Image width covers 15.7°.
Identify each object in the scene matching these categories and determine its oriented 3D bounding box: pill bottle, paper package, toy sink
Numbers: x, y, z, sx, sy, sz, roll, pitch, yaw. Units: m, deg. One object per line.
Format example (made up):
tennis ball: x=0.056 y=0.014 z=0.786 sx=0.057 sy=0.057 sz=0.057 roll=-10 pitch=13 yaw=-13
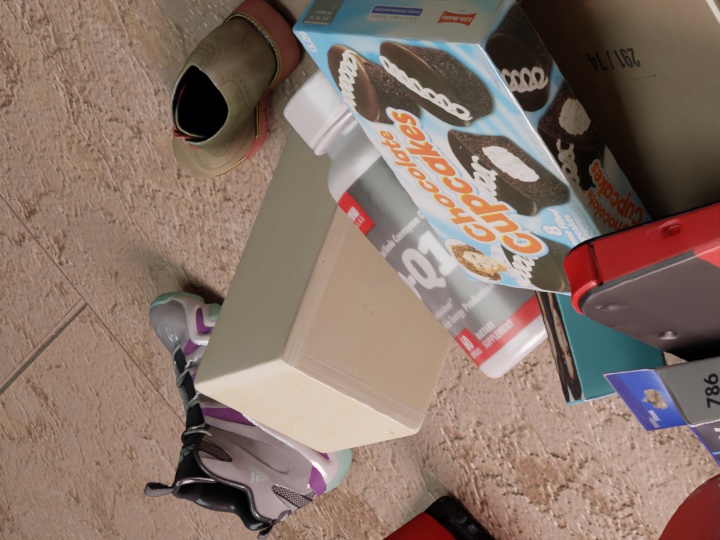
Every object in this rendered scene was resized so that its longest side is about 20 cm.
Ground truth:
pill bottle: x=0.054 y=-0.047 z=1.514 sx=0.200 sy=0.114 sz=0.114 roll=49 pitch=152 yaw=4
paper package: x=0.162 y=-0.115 z=1.283 sx=0.191 sy=0.103 sz=0.200 roll=58 pitch=151 yaw=-13
toy sink: x=0.000 y=0.000 z=1.631 sx=0.112 sy=0.200 sz=0.130 roll=28 pitch=158 yaw=-21

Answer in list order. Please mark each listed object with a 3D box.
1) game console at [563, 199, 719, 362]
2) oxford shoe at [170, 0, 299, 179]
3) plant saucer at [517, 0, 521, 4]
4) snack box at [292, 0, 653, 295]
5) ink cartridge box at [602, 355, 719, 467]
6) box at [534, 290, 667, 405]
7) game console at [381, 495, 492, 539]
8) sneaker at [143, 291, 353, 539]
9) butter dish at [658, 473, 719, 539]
game console: x=0.215 y=0.005 z=1.255 sx=0.177 sy=0.031 sz=0.200 roll=-22 pitch=150 yaw=37
oxford shoe: x=-0.103 y=-0.108 z=1.717 sx=0.070 sy=0.075 sz=0.200 roll=45 pitch=152 yaw=9
plant saucer: x=0.040 y=-0.197 z=1.302 sx=0.200 sy=0.032 sz=0.200 roll=-34 pitch=50 yaw=52
snack box: x=0.063 y=-0.061 z=1.285 sx=0.116 sy=0.037 sz=0.200 roll=9 pitch=148 yaw=40
ink cartridge box: x=0.230 y=0.065 z=1.309 sx=0.200 sy=0.039 sz=0.099 roll=-11 pitch=157 yaw=18
box: x=0.112 y=-0.029 z=1.415 sx=0.082 sy=0.049 sz=0.200 roll=117 pitch=138 yaw=-85
game console: x=0.083 y=0.273 z=1.852 sx=0.200 sy=0.119 sz=0.172 roll=46 pitch=152 yaw=11
sneaker: x=-0.118 y=0.114 z=1.936 sx=0.200 sy=0.140 sz=0.078 roll=42 pitch=151 yaw=16
butter dish: x=0.244 y=0.164 z=1.469 sx=0.199 sy=0.148 sz=0.200 roll=6 pitch=152 yaw=-10
